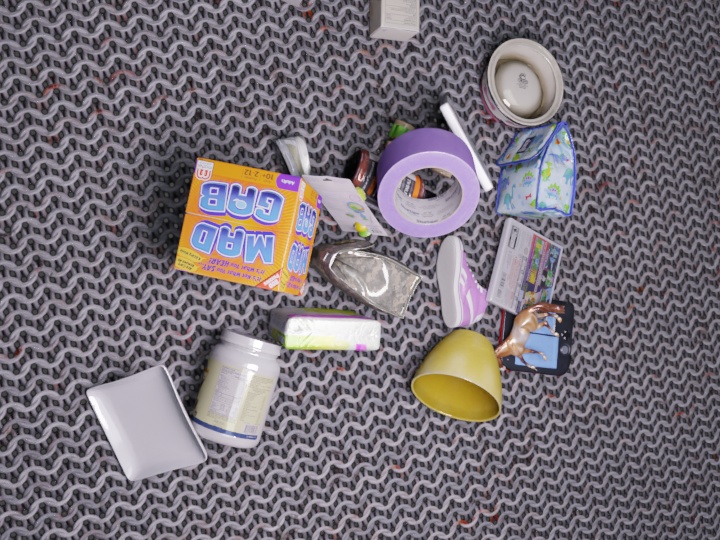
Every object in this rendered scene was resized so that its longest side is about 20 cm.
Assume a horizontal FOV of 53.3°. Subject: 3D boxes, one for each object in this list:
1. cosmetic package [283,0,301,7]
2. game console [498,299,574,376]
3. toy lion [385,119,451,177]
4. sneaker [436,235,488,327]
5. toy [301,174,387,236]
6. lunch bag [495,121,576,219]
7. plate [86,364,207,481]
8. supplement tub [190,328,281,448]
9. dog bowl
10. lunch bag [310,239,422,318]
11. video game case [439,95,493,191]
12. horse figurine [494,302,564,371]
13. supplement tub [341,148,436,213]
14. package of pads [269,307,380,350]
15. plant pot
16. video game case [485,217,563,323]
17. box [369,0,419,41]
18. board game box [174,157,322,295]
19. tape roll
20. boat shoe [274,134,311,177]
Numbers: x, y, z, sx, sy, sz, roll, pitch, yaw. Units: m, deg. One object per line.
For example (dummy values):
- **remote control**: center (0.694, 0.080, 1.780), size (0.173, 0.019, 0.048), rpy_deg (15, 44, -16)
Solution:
- **cosmetic package**: center (-0.192, -0.627, 1.431), size (0.197, 0.081, 0.115), rpy_deg (20, 85, -21)
- **game console**: center (0.417, 0.153, 1.698), size (0.197, 0.031, 0.180), rpy_deg (9, 88, -21)
- **toy lion**: center (0.144, -0.252, 1.498), size (0.197, 0.192, 0.070), rpy_deg (23, 98, -20)
- **sneaker**: center (0.235, 0.021, 1.615), size (0.113, 0.072, 0.205), rpy_deg (-6, 96, -31)
- **toy**: center (-0.023, -0.142, 1.441), size (0.048, 0.113, 0.201), rpy_deg (-66, 146, -24)
- **lunch bag**: center (0.393, -0.223, 1.607), size (0.125, 0.170, 0.204), rpy_deg (9, 89, -23)
- **plate**: center (-0.398, 0.286, 1.352), size (0.197, 0.032, 0.203), rpy_deg (-19, 99, 22)
- **supplement tub**: center (-0.239, 0.227, 1.396), size (0.143, 0.145, 0.204), rpy_deg (18, 85, -19)
- **dog bowl**: center (0.360, -0.417, 1.632), size (0.196, 0.074, 0.204), rpy_deg (2, 83, -18)
- **lunch bag**: center (0.000, 0.000, 1.469), size (0.198, 0.164, 0.119), rpy_deg (27, 88, -19)
- **video game case**: center (0.227, -0.278, 1.547), size (0.023, 0.182, 0.202), rpy_deg (-28, 102, 15)
- **horse figurine**: center (0.381, 0.147, 1.627), size (0.131, 0.050, 0.202), rpy_deg (20, 108, -16)
- **supplement tub**: center (0.063, -0.171, 1.520), size (0.197, 0.107, 0.109), rpy_deg (22, 84, -19)
- **package of pads**: center (-0.076, 0.117, 1.449), size (0.196, 0.154, 0.070), rpy_deg (4, 93, -21)
- **plant pot**: center (0.223, 0.216, 1.561), size (0.199, 0.199, 0.144), rpy_deg (34, 56, -17)
- **video game case**: center (0.382, 0.006, 1.661), size (0.180, 0.023, 0.203), rpy_deg (24, 75, -27)
- **box**: center (0.073, -0.603, 1.528), size (0.093, 0.078, 0.204), rpy_deg (2, 91, -20)
- **board game box**: center (-0.201, -0.075, 1.338), size (0.196, 0.200, 0.204), rpy_deg (12, 87, 8)
- **tape roll**: center (0.129, -0.168, 1.395), size (0.196, 0.086, 0.202), rpy_deg (-1, 131, -1)
- **boat shoe**: center (-0.129, -0.173, 1.470), size (0.064, 0.074, 0.206), rpy_deg (-9, 93, -11)
